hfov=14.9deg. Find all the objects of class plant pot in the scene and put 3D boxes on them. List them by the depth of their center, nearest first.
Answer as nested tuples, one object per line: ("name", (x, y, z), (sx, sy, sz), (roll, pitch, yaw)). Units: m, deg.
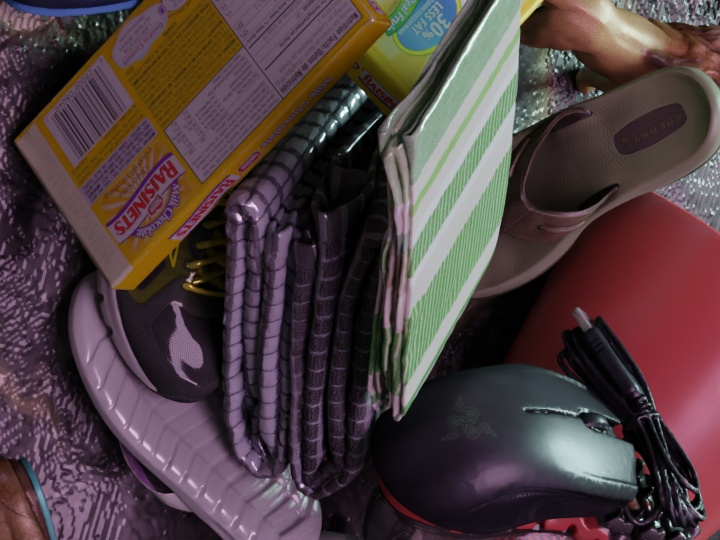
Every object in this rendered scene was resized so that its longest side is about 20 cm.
("plant pot", (0.171, 0.075, 1.631), (0.177, 0.200, 0.200), (-51, 127, -6))

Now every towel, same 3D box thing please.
("towel", (0.042, -0.040, 1.369), (0.200, 0.023, 0.153), (90, 24, -46))
("towel", (0.000, 0.000, 1.464), (0.166, 0.085, 0.200), (-53, 155, -45))

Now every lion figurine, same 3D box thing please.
("lion figurine", (0.144, -0.136, 1.594), (0.200, 0.122, 0.073), (10, 94, -39))

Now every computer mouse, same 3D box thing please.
("computer mouse", (0.095, 0.082, 1.460), (0.199, 0.139, 0.053), (-7, 147, -38))

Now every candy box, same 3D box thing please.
("candy box", (-0.082, -0.093, 1.373), (0.200, 0.102, 0.026), (-44, 159, 21))
("candy box", (0.050, -0.167, 1.438), (0.102, 0.026, 0.200), (47, 57, -8))

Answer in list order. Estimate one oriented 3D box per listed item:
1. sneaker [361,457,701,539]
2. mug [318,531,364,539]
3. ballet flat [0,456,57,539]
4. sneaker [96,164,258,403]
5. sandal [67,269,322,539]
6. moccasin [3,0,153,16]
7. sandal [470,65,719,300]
("sneaker", (0.088, 0.141, 1.516), (0.200, 0.071, 0.098), (11, 130, -24))
("mug", (0.012, 0.246, 1.525), (0.147, 0.200, 0.176), (-37, 116, -10))
("ballet flat", (-0.175, 0.193, 1.454), (0.072, 0.068, 0.201), (-24, 116, -11))
("sneaker", (-0.086, -0.031, 1.437), (0.074, 0.084, 0.201), (0, 88, -41))
("sandal", (-0.100, 0.090, 1.489), (0.203, 0.050, 0.083), (53, 45, -17))
("moccasin", (-0.098, -0.191, 1.404), (0.200, 0.080, 0.068), (-24, 139, -26))
("sandal", (0.114, -0.056, 1.569), (0.080, 0.201, 0.057), (60, 21, 11))
